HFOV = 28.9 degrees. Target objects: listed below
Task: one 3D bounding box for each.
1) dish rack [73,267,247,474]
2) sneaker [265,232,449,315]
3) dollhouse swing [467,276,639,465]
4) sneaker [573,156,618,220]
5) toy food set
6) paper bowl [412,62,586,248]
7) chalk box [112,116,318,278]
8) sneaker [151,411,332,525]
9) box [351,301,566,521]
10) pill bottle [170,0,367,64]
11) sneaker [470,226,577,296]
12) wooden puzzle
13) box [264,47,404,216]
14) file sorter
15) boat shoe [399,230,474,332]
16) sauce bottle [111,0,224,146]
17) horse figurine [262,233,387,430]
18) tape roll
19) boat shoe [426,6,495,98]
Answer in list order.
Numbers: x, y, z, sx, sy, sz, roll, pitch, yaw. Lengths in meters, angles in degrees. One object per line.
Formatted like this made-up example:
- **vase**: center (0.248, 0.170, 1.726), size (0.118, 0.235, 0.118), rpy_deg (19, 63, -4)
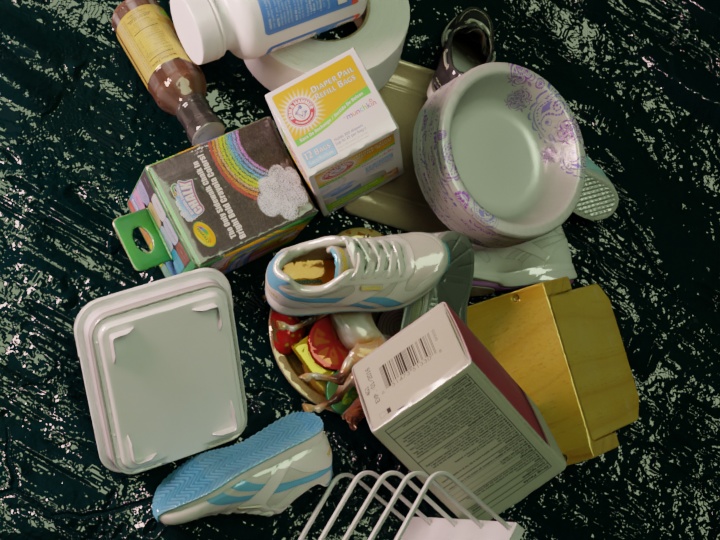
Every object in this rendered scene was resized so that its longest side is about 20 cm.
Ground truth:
- **dish rack**: center (-0.196, 0.111, 1.439), size (0.170, 0.043, 0.202), rpy_deg (-17, 116, -24)
- **sneaker**: center (0.000, 0.000, 1.465), size (0.198, 0.081, 0.077), rpy_deg (-12, 71, -10)
- **dollhouse swing**: center (0.212, 0.122, 1.631), size (0.180, 0.176, 0.202), rpy_deg (-18, 86, 17)
- **sneaker**: center (0.224, -0.133, 1.708), size (0.199, 0.082, 0.074), rpy_deg (36, 106, -16)
- **toy food set**: center (-0.005, 0.066, 1.574), size (0.200, 0.049, 0.198), rpy_deg (-37, 88, -25)
- **paper bowl**: center (0.148, -0.125, 1.582), size (0.199, 0.104, 0.203), rpy_deg (7, 75, -29)
- **chalk box**: center (-0.171, -0.060, 1.516), size (0.199, 0.124, 0.126), rpy_deg (-25, 84, -23)
- **sneaker**: center (-0.121, 0.226, 1.467), size (0.199, 0.077, 0.081), rpy_deg (-22, 119, -9)
- **box**: center (0.103, 0.154, 1.461), size (0.127, 0.109, 0.200), rpy_deg (-35, 125, 10)
- **pill bottle**: center (-0.102, -0.298, 1.529), size (0.199, 0.112, 0.113), rpy_deg (-24, 82, -20)
- **sneaker**: center (0.161, -0.022, 1.646), size (0.198, 0.075, 0.101), rpy_deg (-1, 80, -29)
- **wooden puzzle**: center (0.078, -0.141, 1.678), size (0.184, 0.037, 0.202), rpy_deg (16, 74, -15)
- **box**: center (-0.024, -0.147, 1.525), size (0.112, 0.200, 0.102), rpy_deg (-28, 80, -2)
- **file sorter**: center (0.038, 0.285, 1.424), size (0.124, 0.199, 0.139), rpy_deg (42, 64, -20)
- **boat shoe**: center (0.076, 0.057, 1.545), size (0.074, 0.065, 0.204), rpy_deg (10, 86, -31)
- **sauce bottle**: center (-0.211, -0.218, 1.549), size (0.064, 0.065, 0.201), rpy_deg (-19, 61, -23)
- **horse figurine**: center (-0.019, 0.074, 1.514), size (0.132, 0.050, 0.201), rpy_deg (-17, 77, -18)
- **tape roll**: center (-0.044, -0.293, 1.637), size (0.200, 0.071, 0.204), rpy_deg (3, 64, -6)
- **boat shoe**: center (0.130, -0.268, 1.688), size (0.073, 0.060, 0.201), rpy_deg (29, 43, -1)
